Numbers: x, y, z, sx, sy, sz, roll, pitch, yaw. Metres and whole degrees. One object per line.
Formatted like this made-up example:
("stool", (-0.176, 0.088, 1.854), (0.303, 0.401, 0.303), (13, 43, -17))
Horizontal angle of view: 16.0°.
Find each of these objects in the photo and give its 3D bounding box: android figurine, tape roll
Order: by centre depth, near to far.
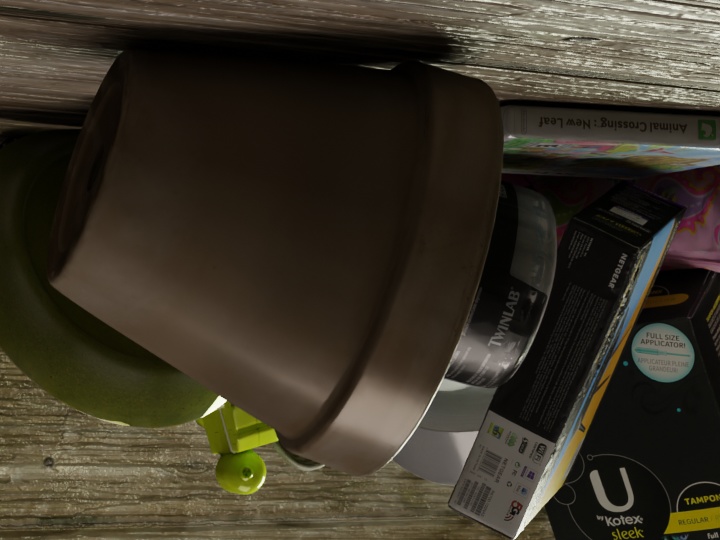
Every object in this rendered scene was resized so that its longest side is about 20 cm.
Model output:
("android figurine", (-0.097, 0.064, 1.758), (0.041, 0.184, 0.200), (-15, 180, -11))
("tape roll", (0.099, 0.074, 1.999), (0.199, 0.201, 0.066), (-1, 134, 20))

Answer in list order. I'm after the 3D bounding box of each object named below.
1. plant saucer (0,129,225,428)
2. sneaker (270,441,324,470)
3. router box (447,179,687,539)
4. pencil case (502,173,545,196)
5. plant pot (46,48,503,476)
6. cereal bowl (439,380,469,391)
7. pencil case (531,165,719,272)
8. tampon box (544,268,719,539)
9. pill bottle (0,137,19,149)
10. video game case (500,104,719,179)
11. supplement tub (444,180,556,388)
("plant saucer", (-0.139, -0.004, 1.506), (0.199, 0.201, 0.031), (3, 149, -37))
("sneaker", (-0.064, 0.052, 1.854), (0.074, 0.202, 0.106), (-16, 171, -14))
("router box", (0.130, 0.052, 1.588), (0.051, 0.201, 0.149), (26, -162, 12))
("pencil case", (0.032, -0.009, 1.714), (0.093, 0.091, 0.199), (-26, 179, -44))
("plant pot", (-0.049, -0.024, 1.218), (0.172, 0.202, 0.200), (19, 172, -15))
("cereal bowl", (0.015, 0.026, 1.911), (0.199, 0.084, 0.200), (35, -171, -6))
("pencil case", (0.184, -0.032, 1.694), (0.199, 0.088, 0.087), (-3, 176, 37))
("tampon box", (0.201, 0.099, 1.751), (0.149, 0.201, 0.126), (-10, -158, 28))
("pill bottle", (-0.134, -0.025, 1.631), (0.198, 0.113, 0.112), (2, 177, -15))
("video game case", (0.128, -0.074, 1.523), (0.181, 0.022, 0.200), (1, 177, -21))
("supplement tub", (0.005, -0.012, 1.498), (0.198, 0.124, 0.122), (16, 173, -13))
